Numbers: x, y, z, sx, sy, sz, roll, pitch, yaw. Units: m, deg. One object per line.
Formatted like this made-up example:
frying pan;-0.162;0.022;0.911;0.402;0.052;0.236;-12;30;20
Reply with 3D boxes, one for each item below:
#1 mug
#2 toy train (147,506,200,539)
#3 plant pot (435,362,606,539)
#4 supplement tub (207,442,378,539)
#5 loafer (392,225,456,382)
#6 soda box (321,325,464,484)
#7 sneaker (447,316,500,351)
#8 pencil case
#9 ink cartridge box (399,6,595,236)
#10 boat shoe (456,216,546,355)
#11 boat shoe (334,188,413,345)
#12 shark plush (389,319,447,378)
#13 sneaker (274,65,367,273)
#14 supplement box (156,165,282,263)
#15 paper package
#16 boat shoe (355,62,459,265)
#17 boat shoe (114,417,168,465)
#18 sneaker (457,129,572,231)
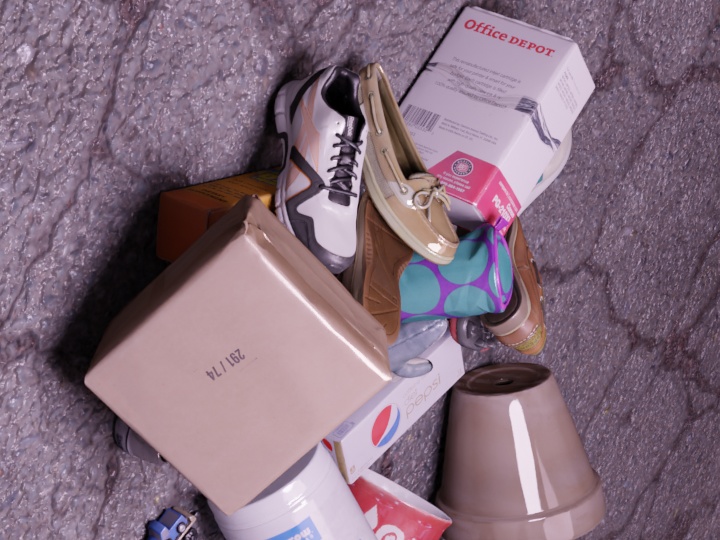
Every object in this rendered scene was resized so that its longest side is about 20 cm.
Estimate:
mug;0.005;0.331;1.881;0.177;0.133;0.201;30;88;-53
toy train;-0.223;0.300;1.646;0.200;0.034;0.046;-50;129;-21
plant pot;0.175;0.207;2.001;0.199;0.199;0.175;-24;111;-44
supplement tub;-0.051;0.276;1.715;0.132;0.132;0.201;-42;114;-31
loafer;0.057;0.020;1.817;0.070;0.070;0.201;26;85;-86
soda box;0.025;0.134;1.849;0.200;0.063;0.068;-41;137;-31
sneaker;0.115;0.032;1.857;0.200;0.097;0.071;-49;142;-65
pencil case;0.049;0.005;1.690;0.085;0.199;0.093;36;51;-66
ink cartridge box;0.122;-0.150;1.746;0.201;0.144;0.084;-57;145;-13
boat shoe;0.146;0.006;1.766;0.068;0.072;0.201;44;29;-35
boat shoe;0.000;0.000;1.611;0.072;0.072;0.201;40;38;-33
shark plush;-0.011;0.082;1.734;0.199;0.083;0.092;-13;96;-5
sneaker;-0.031;-0.095;1.551;0.073;0.080;0.201;13;60;-40
supplement box;-0.093;-0.051;1.588;0.199;0.066;0.069;-15;118;-49
paper package;-0.102;0.072;1.479;0.200;0.104;0.191;-41;105;15
boat shoe;0.040;-0.099;1.628;0.063;0.201;0.073;-37;162;24
boat shoe;-0.142;0.098;1.607;0.200;0.065;0.072;-46;140;-26
sneaker;0.161;-0.119;1.879;0.200;0.070;0.094;-51;148;-17
